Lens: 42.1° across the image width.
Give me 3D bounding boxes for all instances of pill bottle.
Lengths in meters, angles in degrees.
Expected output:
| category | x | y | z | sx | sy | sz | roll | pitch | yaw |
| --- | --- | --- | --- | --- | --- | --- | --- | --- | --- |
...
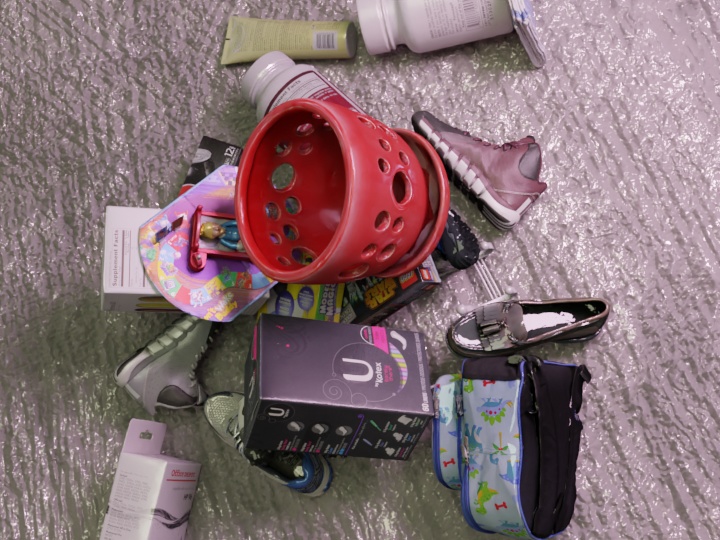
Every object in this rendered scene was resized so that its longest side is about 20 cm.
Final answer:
| category | x | y | z | sx | sy | sz | roll | pitch | yaw |
| --- | --- | --- | --- | --- | --- | --- | --- | --- | --- |
| pill bottle | -0.067 | -0.205 | 1.272 | 0.113 | 0.113 | 0.200 | -46 | 71 | -1 |
| pill bottle | 0.100 | -0.358 | 1.269 | 0.200 | 0.114 | 0.115 | -11 | 75 | 10 |

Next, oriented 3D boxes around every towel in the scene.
| category | x | y | z | sx | sy | sz | roll | pitch | yaw |
| --- | --- | --- | --- | --- | --- | --- | --- | --- | --- |
| towel | 0.209 | -0.381 | 1.232 | 0.024 | 0.147 | 0.200 | -14 | 73 | 18 |

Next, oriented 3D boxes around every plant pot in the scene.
| category | x | y | z | sx | sy | sz | roll | pitch | yaw |
| --- | --- | --- | --- | --- | --- | --- | --- | --- | --- |
| plant pot | -0.016 | -0.081 | 1.060 | 0.200 | 0.182 | 0.201 | -4 | 84 | 43 |

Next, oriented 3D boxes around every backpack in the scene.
| category | x | y | z | sx | sy | sz | roll | pitch | yaw |
| --- | --- | --- | --- | --- | --- | --- | --- | --- | --- |
| backpack | 0.173 | 0.205 | 1.088 | 0.147 | 0.183 | 0.201 | -7 | 78 | 35 |

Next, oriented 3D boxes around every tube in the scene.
| category | x | y | z | sx | sy | sz | roll | pitch | yaw |
| --- | --- | --- | --- | --- | --- | --- | --- | --- | --- |
| tube | -0.105 | -0.333 | 1.349 | 0.200 | 0.052 | 0.058 | 4 | 36 | 17 |

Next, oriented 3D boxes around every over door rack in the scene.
| category | x | y | z | sx | sy | sz | roll | pitch | yaw |
| --- | --- | --- | --- | --- | --- | --- | --- | --- | --- |
| over door rack | 0.108 | 0.068 | 1.190 | 0.200 | 0.067 | 0.148 | -27 | 72 | 6 |

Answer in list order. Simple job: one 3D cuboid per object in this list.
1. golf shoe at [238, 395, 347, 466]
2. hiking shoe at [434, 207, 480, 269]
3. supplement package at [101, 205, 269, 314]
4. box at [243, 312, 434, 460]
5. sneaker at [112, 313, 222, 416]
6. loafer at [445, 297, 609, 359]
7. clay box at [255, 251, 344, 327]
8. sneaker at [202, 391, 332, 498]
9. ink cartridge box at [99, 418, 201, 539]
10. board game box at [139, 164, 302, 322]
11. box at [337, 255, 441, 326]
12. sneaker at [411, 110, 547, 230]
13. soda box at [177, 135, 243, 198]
| category | x | y | z | sx | sy | sz | roll | pitch | yaw |
| --- | --- | --- | --- | --- | --- | --- | --- | --- | --- |
| golf shoe | -0.058 | 0.181 | 1.159 | 0.078 | 0.200 | 0.095 | -57 | 43 | 35 |
| hiking shoe | 0.086 | -0.051 | 1.198 | 0.087 | 0.074 | 0.200 | -42 | 36 | 10 |
| supplement package | -0.223 | -0.009 | 1.183 | 0.199 | 0.114 | 0.110 | 2 | 75 | -16 |
| box | -0.029 | 0.136 | 1.083 | 0.199 | 0.106 | 0.122 | 7 | 47 | -14 |
| sneaker | -0.223 | 0.120 | 1.263 | 0.200 | 0.075 | 0.116 | -38 | 97 | -13 |
| loafer | 0.202 | 0.059 | 1.124 | 0.199 | 0.063 | 0.072 | -9 | 69 | -10 |
| clay box | -0.080 | 0.056 | 1.202 | 0.115 | 0.048 | 0.201 | 12 | 94 | 45 |
| sneaker | -0.125 | 0.214 | 1.199 | 0.200 | 0.085 | 0.077 | 31 | 85 | 19 |
| ink cartridge box | -0.266 | 0.297 | 1.195 | 0.068 | 0.116 | 0.200 | 9 | 80 | 14 |
| board game box | -0.161 | -0.038 | 1.125 | 0.200 | 0.039 | 0.158 | -40 | 89 | -22 |
| box | 0.000 | 0.000 | 1.191 | 0.200 | 0.040 | 0.137 | -36 | 64 | 36 |
| sneaker | 0.166 | -0.158 | 1.235 | 0.115 | 0.076 | 0.200 | -40 | 82 | -4 |
| soda box | -0.217 | -0.079 | 1.298 | 0.063 | 0.071 | 0.200 | 19 | 82 | 15 |
